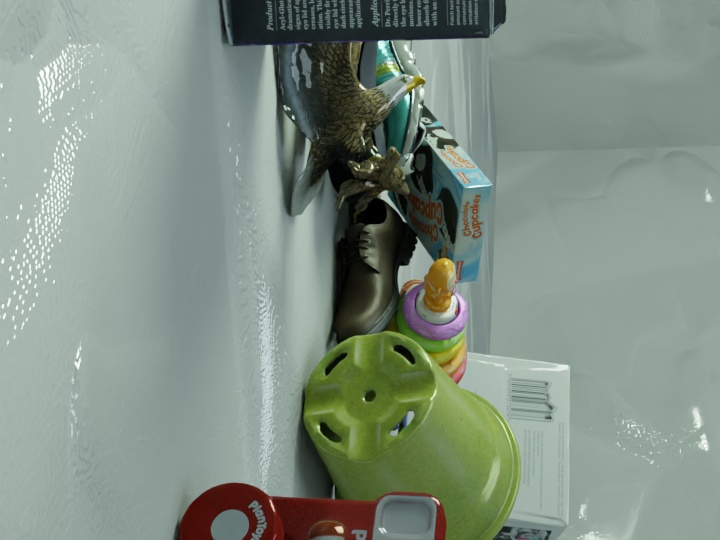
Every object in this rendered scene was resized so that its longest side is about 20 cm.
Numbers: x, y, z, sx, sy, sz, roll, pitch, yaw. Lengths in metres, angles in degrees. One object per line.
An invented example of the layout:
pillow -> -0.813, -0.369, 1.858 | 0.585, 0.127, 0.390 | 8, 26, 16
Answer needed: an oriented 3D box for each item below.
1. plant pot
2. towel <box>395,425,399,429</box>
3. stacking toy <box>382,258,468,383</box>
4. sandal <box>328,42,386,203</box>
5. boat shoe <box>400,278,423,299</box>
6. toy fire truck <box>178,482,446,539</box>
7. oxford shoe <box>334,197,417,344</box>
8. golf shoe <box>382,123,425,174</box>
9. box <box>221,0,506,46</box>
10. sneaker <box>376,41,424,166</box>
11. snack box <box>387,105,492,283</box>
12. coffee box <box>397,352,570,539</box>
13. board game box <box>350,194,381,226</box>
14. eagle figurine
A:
plant pot -> 0.035, 0.159, 1.190 | 0.185, 0.198, 0.203 | 56, 32, -50
towel -> 0.038, 0.091, 1.501 | 0.145, 0.023, 0.203 | 69, 21, -82
stacking toy -> 0.073, 0.052, 1.310 | 0.201, 0.108, 0.117 | 104, 7, -53
sandal -> -0.017, -0.166, 1.221 | 0.042, 0.076, 0.203 | -10, 100, -41
boat shoe -> 0.090, 0.112, 1.749 | 0.063, 0.070, 0.203 | -122, -156, -80
toy fire truck -> -0.031, 0.228, 0.781 | 0.113, 0.165, 0.202 | 78, 15, -47
oxford shoe -> 0.000, 0.000, 1.316 | 0.085, 0.072, 0.201 | 53, 32, -30
golf shoe -> 0.028, -0.156, 1.363 | 0.201, 0.093, 0.078 | -82, 166, -47
box -> 0.007, -0.228, 0.939 | 0.148, 0.197, 0.106 | -53, 141, -72
sneaker -> 0.015, -0.191, 1.269 | 0.078, 0.079, 0.202 | 118, -34, -55
snack box -> 0.083, -0.088, 1.366 | 0.201, 0.037, 0.117 | -122, -149, -53
coffee box -> 0.143, 0.231, 1.544 | 0.198, 0.197, 0.202 | 98, -1, -64
board game box -> 0.007, -0.015, 1.438 | 0.105, 0.023, 0.203 | 5, 85, -82
eagle figurine -> -0.016, -0.158, 1.113 | 0.152, 0.150, 0.202 | -43, -110, 48
